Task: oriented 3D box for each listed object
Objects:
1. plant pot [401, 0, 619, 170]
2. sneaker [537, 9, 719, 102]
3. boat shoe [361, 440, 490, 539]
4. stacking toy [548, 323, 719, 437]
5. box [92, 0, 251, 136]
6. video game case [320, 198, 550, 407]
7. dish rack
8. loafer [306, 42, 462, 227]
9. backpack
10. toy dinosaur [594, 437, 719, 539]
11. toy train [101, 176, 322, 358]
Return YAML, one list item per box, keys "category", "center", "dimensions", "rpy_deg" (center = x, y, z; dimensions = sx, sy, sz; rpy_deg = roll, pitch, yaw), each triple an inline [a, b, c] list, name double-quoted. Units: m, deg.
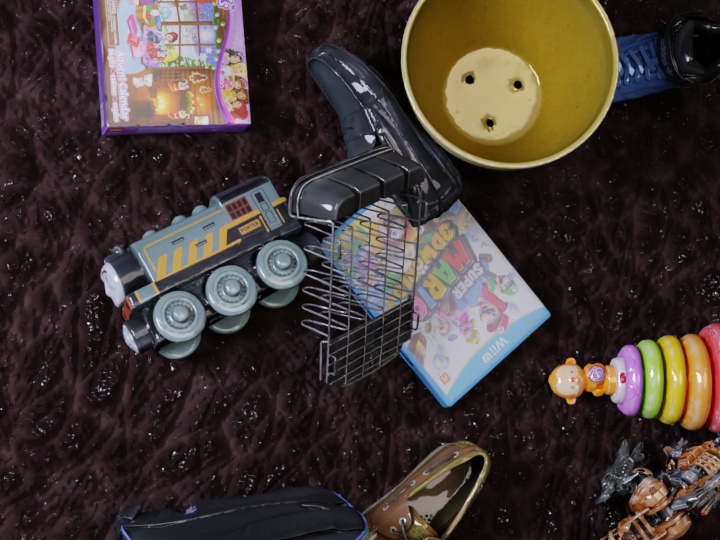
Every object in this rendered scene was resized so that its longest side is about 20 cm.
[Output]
- category: "plant pot"
  center: [0.133, -0.180, 1.620]
  dimensions: [0.199, 0.142, 0.201]
  rpy_deg: [0, 81, -3]
- category: "sneaker"
  center: [0.280, -0.209, 1.692]
  dimensions: [0.199, 0.111, 0.077]
  rpy_deg: [-8, 84, -17]
- category: "boat shoe"
  center: [0.044, 0.235, 1.579]
  dimensions: [0.072, 0.068, 0.200]
  rpy_deg: [41, 74, -8]
- category: "stacking toy"
  center: [0.282, 0.106, 1.662]
  dimensions: [0.199, 0.110, 0.116]
  rpy_deg: [1, 84, -5]
- category: "box"
  center: [-0.179, -0.228, 1.599]
  dimensions: [0.136, 0.039, 0.201]
  rpy_deg: [-3, 82, -17]
- category: "video game case"
  center: [0.072, 0.011, 1.647]
  dimensions: [0.143, 0.018, 0.200]
  rpy_deg: [-40, 94, -18]
- category: "dish rack"
  center: [0.000, 0.000, 1.545]
  dimensions: [0.153, 0.054, 0.201]
  rpy_deg: [-25, 124, -48]
- category: "loafer"
  center: [0.013, -0.129, 1.617]
  dimensions: [0.070, 0.068, 0.201]
  rpy_deg: [-38, 85, -20]
- category: "backpack"
  center: [-0.091, 0.274, 1.481]
  dimensions: [0.199, 0.183, 0.147]
  rpy_deg: [-13, 109, -17]
- category: "toy dinosaur"
  center: [0.281, 0.214, 1.611]
  dimensions: [0.199, 0.136, 0.102]
  rpy_deg: [-16, 91, -8]
- category: "toy train"
  center: [-0.136, -0.002, 1.553]
  dimensions: [0.200, 0.085, 0.114]
  rpy_deg: [-27, 78, -16]
